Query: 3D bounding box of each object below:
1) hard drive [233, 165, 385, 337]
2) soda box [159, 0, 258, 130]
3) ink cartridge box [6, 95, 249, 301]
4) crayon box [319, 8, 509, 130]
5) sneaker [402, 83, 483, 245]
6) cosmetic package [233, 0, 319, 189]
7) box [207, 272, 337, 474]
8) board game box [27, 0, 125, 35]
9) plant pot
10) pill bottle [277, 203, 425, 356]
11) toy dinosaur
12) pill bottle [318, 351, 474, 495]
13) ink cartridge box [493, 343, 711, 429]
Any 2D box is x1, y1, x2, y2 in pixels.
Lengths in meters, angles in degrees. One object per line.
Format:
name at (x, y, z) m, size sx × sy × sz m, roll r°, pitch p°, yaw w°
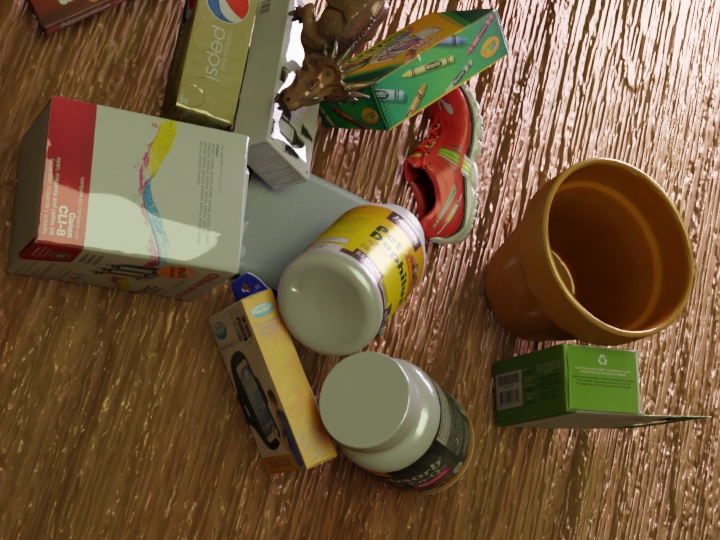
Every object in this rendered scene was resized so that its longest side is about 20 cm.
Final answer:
hard drive at (-0.049, -0.028, 1.387) m, size 0.199 × 0.033 × 0.140 m, roll 24°, pitch 68°, yaw -20°
soda box at (-0.159, -0.246, 1.365) m, size 0.067 × 0.064 × 0.202 m, roll 17°, pitch 70°, yaw -23°
ink cartridge box at (-0.226, -0.064, 1.241) m, size 0.199 × 0.145 × 0.146 m, roll 9°, pitch 74°, yaw -24°
crayon box at (0.056, -0.227, 1.433) m, size 0.200 × 0.118 × 0.059 m, roll -35°, pitch 116°, yaw -29°
sneaker at (0.089, -0.131, 1.456) m, size 0.084 × 0.077 × 0.202 m, roll 6°, pitch 75°, yaw -26°
cosmetic package at (-0.082, -0.195, 1.361) m, size 0.083 × 0.050 × 0.201 m, roll 44°, pitch 44°, yaw -48°
box at (-0.096, 0.104, 1.282) m, size 0.041 × 0.119 × 0.201 m, roll -23°, pitch 88°, yaw -26°
board game box at (-0.259, -0.329, 1.323) m, size 0.199 × 0.019 × 0.103 m, roll -28°, pitch 81°, yaw -16°
plant pot at (0.239, -0.001, 1.437) m, size 0.199 × 0.183 × 0.202 m, roll 9°, pitch 69°, yaw -25°
pill bottle at (0.000, 0.000, 1.289) m, size 0.110 × 0.109 × 0.200 m, roll 54°, pitch 29°, yaw -6°
toy dinosaur at (-0.013, -0.247, 1.301) m, size 0.085 × 0.136 × 0.201 m, roll 23°, pitch 105°, yaw -27°
pill bottle at (0.037, 0.154, 1.287) m, size 0.200 × 0.116 × 0.117 m, roll 43°, pitch 52°, yaw -61°
ink cartridge box at (0.272, 0.137, 1.446) m, size 0.199 × 0.148 × 0.076 m, roll 5°, pitch 76°, yaw -26°
